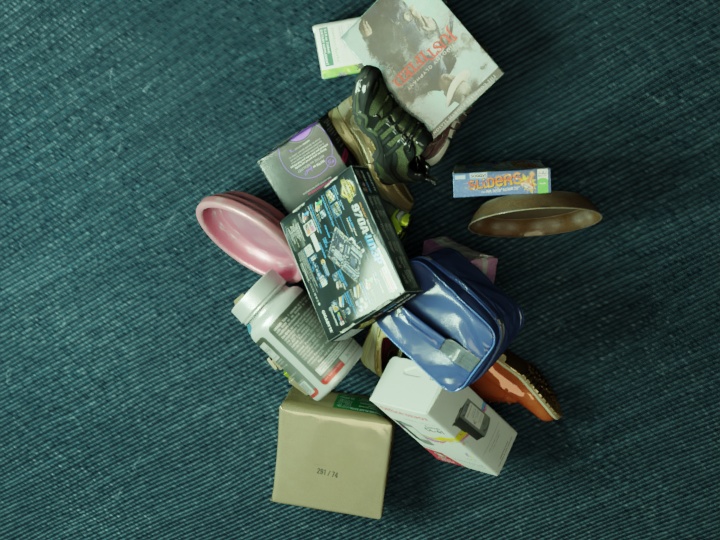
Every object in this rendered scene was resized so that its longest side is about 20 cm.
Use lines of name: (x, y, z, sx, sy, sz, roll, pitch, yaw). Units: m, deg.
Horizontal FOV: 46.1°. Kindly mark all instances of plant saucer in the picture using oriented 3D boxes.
plant saucer: (-0.165, -0.059, 1.342, 0.199, 0.201, 0.051, 33, 67, -3)
plant saucer: (0.259, -0.085, 1.265, 0.197, 0.200, 0.035, -3, 81, 8)

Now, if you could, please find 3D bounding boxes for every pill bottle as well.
pill bottle: (-0.101, 0.099, 1.351, 0.200, 0.114, 0.114, 44, 107, -2)

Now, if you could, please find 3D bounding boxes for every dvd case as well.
dvd case: (0.088, -0.308, 1.213, 0.146, 0.022, 0.200, -41, 99, 15)

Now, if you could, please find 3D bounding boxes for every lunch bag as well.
lunch bag: (0.120, 0.064, 1.225, 0.199, 0.132, 0.137, 40, 118, 16)

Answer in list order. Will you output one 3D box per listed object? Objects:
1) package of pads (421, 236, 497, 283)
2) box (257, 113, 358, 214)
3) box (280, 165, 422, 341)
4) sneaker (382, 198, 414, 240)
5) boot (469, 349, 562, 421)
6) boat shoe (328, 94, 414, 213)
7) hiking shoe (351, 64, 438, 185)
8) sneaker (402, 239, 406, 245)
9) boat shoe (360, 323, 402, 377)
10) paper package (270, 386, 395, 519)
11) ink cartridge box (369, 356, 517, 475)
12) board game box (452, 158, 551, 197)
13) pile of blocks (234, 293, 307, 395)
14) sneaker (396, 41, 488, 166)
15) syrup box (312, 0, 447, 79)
package of pads: (0.147, 0.057, 1.347, 0.075, 0.120, 0.203, -5, 110, -34)
box: (-0.052, -0.124, 1.327, 0.121, 0.106, 0.202, -29, 102, 14)
box: (-0.018, -0.023, 1.209, 0.158, 0.046, 0.202, -34, 71, 33)
sneaker: (-0.004, -0.027, 1.270, 0.081, 0.074, 0.201, 41, 108, 10)
boot: (0.240, 0.193, 1.407, 0.200, 0.075, 0.108, 42, 111, 3)
boat shoe: (0.030, -0.180, 1.318, 0.064, 0.071, 0.201, -33, 99, 16)
hiking shoe: (0.056, -0.208, 1.210, 0.099, 0.076, 0.201, 6, 141, 29)
sneaker: (0.000, 0.000, 1.376, 0.082, 0.075, 0.201, 38, 100, 13)
boat shoe: (0.057, 0.088, 1.380, 0.073, 0.066, 0.202, -10, 127, -33)
paper package: (-0.045, 0.310, 1.460, 0.197, 0.104, 0.194, 8, 108, 6)
ink cartridge box: (0.133, 0.233, 1.353, 0.200, 0.147, 0.086, 42, 67, -31)
board game box: (0.203, -0.136, 1.240, 0.133, 0.200, 0.035, -2, 100, 7)
pile of blocks: (-0.130, 0.114, 1.423, 0.062, 0.082, 0.201, -37, 98, 16)
sneaker: (0.105, -0.261, 1.265, 0.114, 0.076, 0.202, 19, 110, -22)
syrup box: (0.037, -0.345, 1.262, 0.197, 0.082, 0.080, -8, 106, 11)
